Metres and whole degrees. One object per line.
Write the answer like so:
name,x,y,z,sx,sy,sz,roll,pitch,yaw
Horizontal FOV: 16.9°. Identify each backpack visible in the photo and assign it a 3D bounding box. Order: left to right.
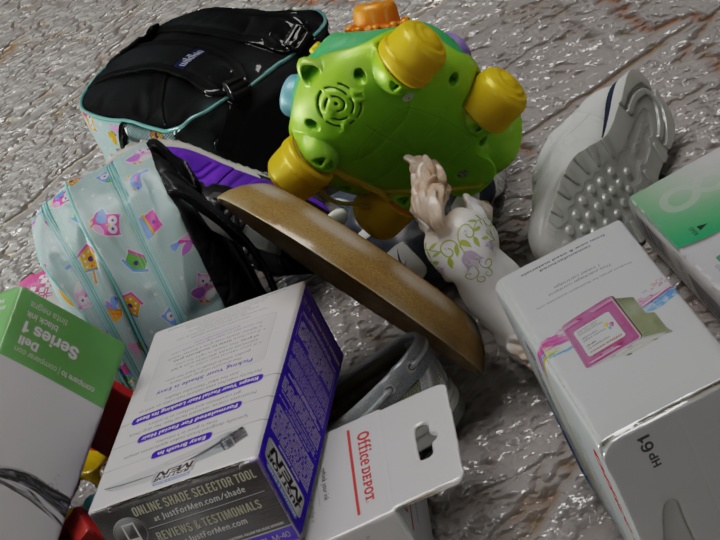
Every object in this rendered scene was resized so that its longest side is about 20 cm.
backpack,-0.127,0.018,1.601,0.126,0.200,0.167,-32,28,-6
backpack,-0.112,-0.119,1.875,0.200,0.153,0.176,18,52,45

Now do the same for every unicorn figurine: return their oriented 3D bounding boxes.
unicorn figurine,0.096,0.016,1.493,0.074,0.200,0.137,-54,11,7

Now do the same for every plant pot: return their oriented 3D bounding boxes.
plant pot,0.000,0.000,1.519,0.028,0.200,0.200,-56,31,-4

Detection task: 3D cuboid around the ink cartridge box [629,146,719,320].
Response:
ink cartridge box,0.285,-0.048,1.500,0.200,0.050,0.161,-31,27,-1

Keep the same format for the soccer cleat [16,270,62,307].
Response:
soccer cleat,-0.197,0.027,1.797,0.200,0.070,0.086,-37,47,-3

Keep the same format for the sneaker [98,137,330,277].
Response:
sneaker,-0.091,-0.038,1.711,0.100,0.200,0.070,38,113,52

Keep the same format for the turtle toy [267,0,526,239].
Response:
turtle toy,0.031,-0.102,1.566,0.146,0.200,0.101,-43,44,25

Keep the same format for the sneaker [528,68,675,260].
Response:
sneaker,0.149,-0.055,1.627,0.080,0.076,0.200,-23,21,36

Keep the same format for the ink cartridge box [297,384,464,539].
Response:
ink cartridge box,-0.022,0.156,1.409,0.200,0.067,0.116,-24,26,8

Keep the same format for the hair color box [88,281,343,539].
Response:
hair color box,-0.081,0.094,1.431,0.109,0.065,0.200,-19,24,18

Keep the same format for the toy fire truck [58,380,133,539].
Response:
toy fire truck,-0.194,0.169,1.480,0.200,0.049,0.141,-52,32,7

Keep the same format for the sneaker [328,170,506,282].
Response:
sneaker,0.031,-0.055,1.711,0.129,0.080,0.199,-11,40,13

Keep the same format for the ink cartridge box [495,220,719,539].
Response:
ink cartridge box,0.157,0.084,1.280,0.085,0.145,0.200,-26,27,1

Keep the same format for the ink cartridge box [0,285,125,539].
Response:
ink cartridge box,-0.238,0.125,1.452,0.146,0.084,0.200,-18,48,50

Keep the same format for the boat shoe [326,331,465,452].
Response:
boat shoe,-0.036,0.105,1.511,0.202,0.065,0.074,-25,26,10

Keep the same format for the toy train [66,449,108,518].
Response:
toy train,-0.186,0.167,1.568,0.150,0.056,0.200,-49,35,8
